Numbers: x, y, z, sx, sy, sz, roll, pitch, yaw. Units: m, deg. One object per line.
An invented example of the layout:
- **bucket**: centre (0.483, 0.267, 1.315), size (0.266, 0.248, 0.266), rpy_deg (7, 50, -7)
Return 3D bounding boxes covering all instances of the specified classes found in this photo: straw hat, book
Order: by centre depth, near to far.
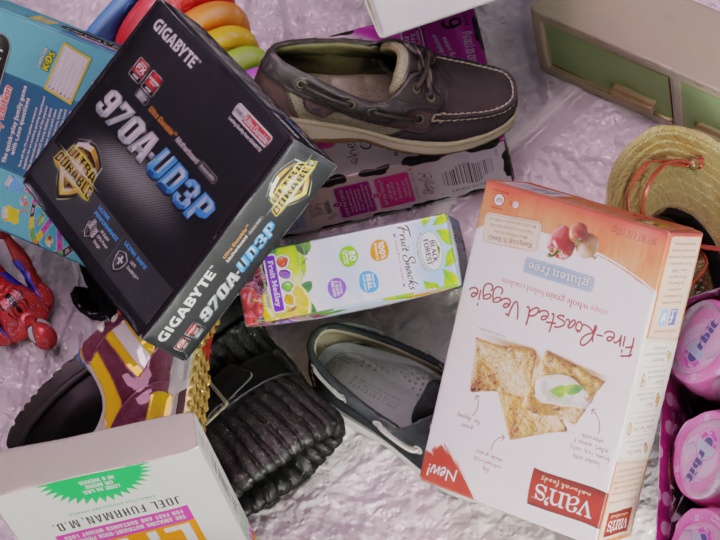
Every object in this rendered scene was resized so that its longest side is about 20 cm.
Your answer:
- **book**: centre (-0.144, 0.161, 1.305), size (0.132, 0.201, 0.048), rpy_deg (-13, 56, 5)
- **straw hat**: centre (0.208, 0.008, 1.385), size (0.085, 0.200, 0.203), rpy_deg (-22, 44, 49)

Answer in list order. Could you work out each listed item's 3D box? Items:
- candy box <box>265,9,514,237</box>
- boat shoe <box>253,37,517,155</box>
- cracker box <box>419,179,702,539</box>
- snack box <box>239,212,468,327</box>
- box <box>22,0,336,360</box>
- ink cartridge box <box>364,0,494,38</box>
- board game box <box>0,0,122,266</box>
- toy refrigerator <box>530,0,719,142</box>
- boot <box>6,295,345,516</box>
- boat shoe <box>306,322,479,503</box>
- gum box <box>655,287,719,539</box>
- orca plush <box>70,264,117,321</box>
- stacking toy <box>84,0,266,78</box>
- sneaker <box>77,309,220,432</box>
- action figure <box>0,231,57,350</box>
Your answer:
- **candy box**: centre (0.004, -0.112, 1.526), size (0.198, 0.061, 0.137), rpy_deg (-14, 56, 4)
- **boat shoe**: centre (0.022, -0.128, 1.423), size (0.199, 0.066, 0.072), rpy_deg (0, 57, -15)
- **cracker box**: centre (0.125, 0.056, 1.284), size (0.133, 0.057, 0.202), rpy_deg (17, 100, 32)
- **snack box**: centre (0.000, 0.000, 1.378), size (0.141, 0.200, 0.054), rpy_deg (-13, 89, 5)
- **box**: centre (-0.122, -0.062, 1.316), size (0.159, 0.046, 0.200), rpy_deg (-51, 46, 9)
- **ink cartridge box**: centre (0.072, -0.238, 1.476), size (0.145, 0.085, 0.200), rpy_deg (-18, 11, 10)
- **board game box**: centre (-0.198, -0.088, 1.445), size (0.198, 0.047, 0.152), rpy_deg (22, 102, 17)
- **toy refrigerator**: centre (0.225, -0.152, 1.495), size (0.199, 0.076, 0.070), rpy_deg (27, 67, 25)
- **boot**: centre (-0.130, 0.113, 1.406), size (0.210, 0.079, 0.158), rpy_deg (-37, 74, 8)
- **boat shoe**: centre (0.046, 0.097, 1.387), size (0.199, 0.061, 0.076), rpy_deg (20, 65, 23)
- **gum box**: centre (0.247, 0.125, 1.276), size (0.066, 0.113, 0.202), rpy_deg (-23, 53, 48)
- **orca plush**: centre (-0.173, -0.035, 1.510), size (0.104, 0.071, 0.202), rpy_deg (-10, 57, 6)
- **stacking toy**: centre (-0.097, -0.130, 1.473), size (0.110, 0.116, 0.200), rpy_deg (-44, 63, 1)
- **sneaker**: centre (-0.142, 0.036, 1.352), size (0.089, 0.075, 0.202), rpy_deg (4, 70, 8)
- **action figure**: centre (-0.295, -0.015, 1.513), size (0.065, 0.099, 0.200), rpy_deg (-42, 62, -13)
